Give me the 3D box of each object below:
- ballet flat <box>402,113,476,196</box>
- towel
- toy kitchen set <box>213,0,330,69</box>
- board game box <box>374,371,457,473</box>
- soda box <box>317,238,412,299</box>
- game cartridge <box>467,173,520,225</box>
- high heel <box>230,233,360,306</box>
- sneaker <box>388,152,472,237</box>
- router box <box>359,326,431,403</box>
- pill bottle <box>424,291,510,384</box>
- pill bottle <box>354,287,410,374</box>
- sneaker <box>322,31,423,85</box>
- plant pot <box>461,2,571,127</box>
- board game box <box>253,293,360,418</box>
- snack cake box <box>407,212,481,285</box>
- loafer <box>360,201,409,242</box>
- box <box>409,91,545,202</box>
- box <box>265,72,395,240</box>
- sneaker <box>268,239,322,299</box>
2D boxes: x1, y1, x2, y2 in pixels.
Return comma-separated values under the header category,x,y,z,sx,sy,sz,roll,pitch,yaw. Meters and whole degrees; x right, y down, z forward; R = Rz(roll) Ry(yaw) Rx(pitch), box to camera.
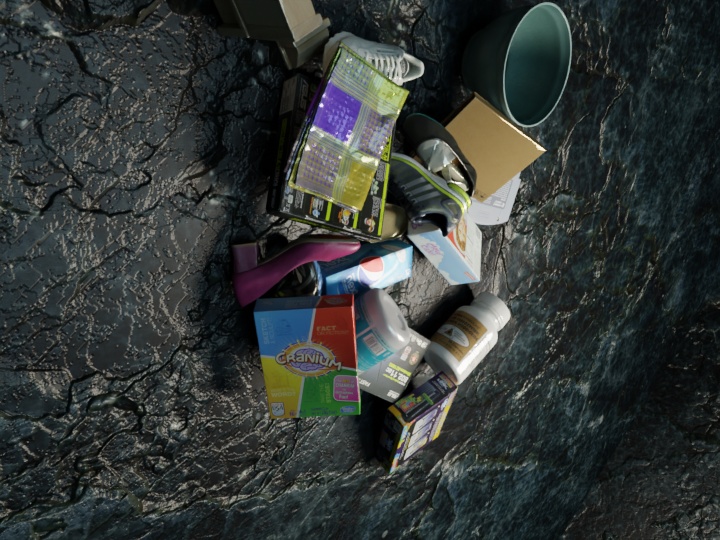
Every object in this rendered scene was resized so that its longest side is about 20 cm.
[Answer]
category,x,y,z,sx,sy,sz,roll,pitch,yaw
ballet flat,0.146,-0.190,0.940,0.199,0.067,0.069,32,45,-39
towel,-0.016,-0.189,0.758,0.143,0.023,0.203,21,93,-40
toy kitchen set,-0.058,-0.334,0.680,0.200,0.179,0.164,-42,133,-21
board game box,0.119,0.334,1.191,0.164,0.057,0.202,-27,144,-33
soda box,0.000,0.000,0.962,0.198,0.067,0.065,-21,122,-34
game cartridge,0.261,-0.166,1.149,0.198,0.040,0.135,6,101,-43
high heel,-0.096,-0.002,0.823,0.196,0.067,0.098,-4,102,3
sneaker,0.088,-0.129,0.914,0.082,0.198,0.074,-64,180,-24
router box,0.038,0.163,1.074,0.199,0.062,0.151,34,86,-45
pill bottle,0.240,0.145,1.214,0.200,0.114,0.115,-43,132,-20
pill bottle,-0.021,0.125,0.934,0.199,0.112,0.111,-33,136,15
sneaker,0.019,-0.304,0.801,0.199,0.080,0.077,-32,137,-49
plant pot,0.271,-0.375,0.992,0.198,0.133,0.203,-18,120,-35
board game box,-0.079,0.138,0.855,0.150,0.040,0.203,-4,115,1
snack cake box,0.167,-0.069,1.049,0.200,0.066,0.117,42,49,-45
loafer,0.018,-0.082,0.941,0.198,0.067,0.077,-3,111,-41
box,0.215,-0.216,0.993,0.198,0.022,0.163,23,134,-32
box,-0.038,-0.163,0.818,0.191,0.047,0.204,11,83,-41
sneaker,-0.115,0.052,0.877,0.082,0.070,0.203,0,107,-40
